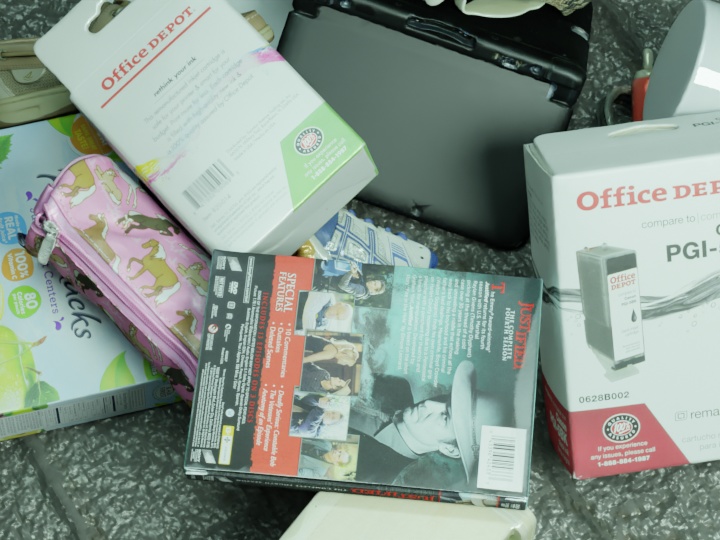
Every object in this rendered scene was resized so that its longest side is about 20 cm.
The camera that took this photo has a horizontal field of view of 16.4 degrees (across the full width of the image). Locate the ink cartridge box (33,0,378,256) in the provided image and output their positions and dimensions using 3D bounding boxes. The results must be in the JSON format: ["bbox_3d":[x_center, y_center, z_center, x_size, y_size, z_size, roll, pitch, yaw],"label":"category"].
[{"bbox_3d":[-0.098,-0.100,1.571,0.117,0.067,0.200,-42,74,-2],"label":"ink cartridge box"}]

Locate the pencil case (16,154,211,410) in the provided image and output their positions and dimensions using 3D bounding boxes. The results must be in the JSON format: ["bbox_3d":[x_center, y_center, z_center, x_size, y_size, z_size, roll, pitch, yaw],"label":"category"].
[{"bbox_3d":[-0.121,0.020,1.539,0.200,0.083,0.087,44,64,13],"label":"pencil case"}]

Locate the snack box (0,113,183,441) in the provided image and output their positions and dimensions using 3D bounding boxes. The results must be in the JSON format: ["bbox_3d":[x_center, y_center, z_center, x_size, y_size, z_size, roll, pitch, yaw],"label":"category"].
[{"bbox_3d":[-0.202,0.002,1.617,0.142,0.053,0.200,-12,66,-9],"label":"snack box"}]

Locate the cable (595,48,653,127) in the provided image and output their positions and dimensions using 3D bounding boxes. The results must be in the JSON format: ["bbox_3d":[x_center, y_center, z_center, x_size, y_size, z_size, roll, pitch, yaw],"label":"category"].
[{"bbox_3d":[0.202,-0.057,1.651,0.097,0.050,0.200,9,63,-4],"label":"cable"}]

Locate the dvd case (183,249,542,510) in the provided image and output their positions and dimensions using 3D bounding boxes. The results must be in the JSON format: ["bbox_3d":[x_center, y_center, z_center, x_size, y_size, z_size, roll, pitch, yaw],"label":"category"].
[{"bbox_3d":[0.004,0.063,1.466,0.200,0.022,0.146,4,64,2],"label":"dvd case"}]

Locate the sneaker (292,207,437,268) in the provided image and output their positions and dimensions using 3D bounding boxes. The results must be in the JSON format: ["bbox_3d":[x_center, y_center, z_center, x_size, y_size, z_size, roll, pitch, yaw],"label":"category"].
[{"bbox_3d":[0.000,0.000,1.618,0.088,0.075,0.200,-31,78,-23],"label":"sneaker"}]

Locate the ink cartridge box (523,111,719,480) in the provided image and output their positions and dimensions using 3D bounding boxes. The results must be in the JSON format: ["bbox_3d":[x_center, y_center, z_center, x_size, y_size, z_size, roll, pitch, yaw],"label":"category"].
[{"bbox_3d":[0.185,0.014,1.538,0.147,0.083,0.200,-8,109,-4],"label":"ink cartridge box"}]

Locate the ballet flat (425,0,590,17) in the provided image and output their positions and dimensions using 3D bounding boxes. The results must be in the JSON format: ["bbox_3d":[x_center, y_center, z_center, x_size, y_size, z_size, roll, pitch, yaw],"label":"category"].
[{"bbox_3d":[0.078,-0.198,1.619,0.200,0.075,0.068,10,42,-39],"label":"ballet flat"}]

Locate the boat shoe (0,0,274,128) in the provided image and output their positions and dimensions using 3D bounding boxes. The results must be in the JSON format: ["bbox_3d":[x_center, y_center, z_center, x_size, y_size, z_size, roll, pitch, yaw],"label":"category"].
[{"bbox_3d":[-0.158,-0.147,1.654,0.200,0.071,0.065,-14,98,6],"label":"boat shoe"}]

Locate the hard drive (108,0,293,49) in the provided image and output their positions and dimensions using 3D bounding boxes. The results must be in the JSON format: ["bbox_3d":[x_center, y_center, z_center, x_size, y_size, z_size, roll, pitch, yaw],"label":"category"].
[{"bbox_3d":[-0.073,-0.179,1.722,0.200,0.026,0.132,22,66,10],"label":"hard drive"}]

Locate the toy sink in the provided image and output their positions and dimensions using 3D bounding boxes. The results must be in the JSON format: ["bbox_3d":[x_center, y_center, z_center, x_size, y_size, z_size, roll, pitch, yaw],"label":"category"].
[{"bbox_3d":[0.032,0.171,1.498,0.112,0.130,0.200,34,67,15],"label":"toy sink"}]

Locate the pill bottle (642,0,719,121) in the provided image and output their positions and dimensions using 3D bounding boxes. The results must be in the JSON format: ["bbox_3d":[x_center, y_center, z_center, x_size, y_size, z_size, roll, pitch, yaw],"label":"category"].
[{"bbox_3d":[0.292,-0.097,1.611,0.200,0.114,0.114,19,64,-10],"label":"pill bottle"}]

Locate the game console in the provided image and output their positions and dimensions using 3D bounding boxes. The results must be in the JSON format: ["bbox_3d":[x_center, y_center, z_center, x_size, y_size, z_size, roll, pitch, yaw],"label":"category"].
[{"bbox_3d":[0.042,-0.133,1.685,0.200,0.116,0.176,19,37,-5],"label":"game console"}]
